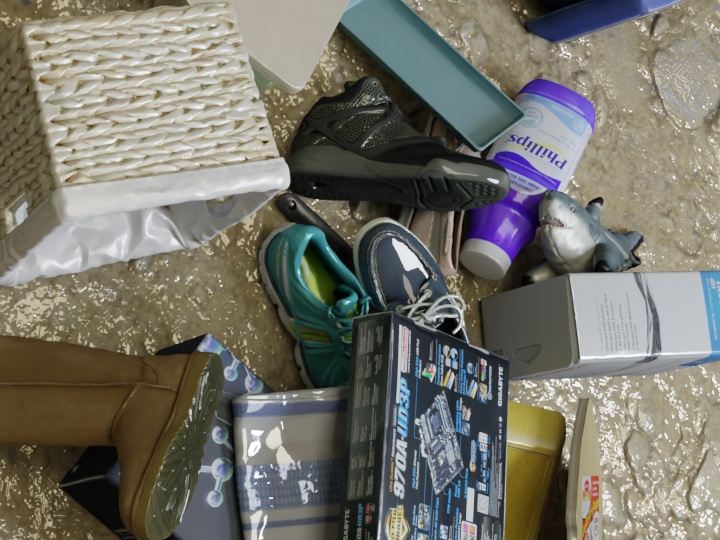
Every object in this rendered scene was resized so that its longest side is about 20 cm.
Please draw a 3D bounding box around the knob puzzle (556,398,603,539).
[{"bbox_3d":[0.193,0.216,1.518,0.220,0.030,0.221,-1,90,-75],"label":"knob puzzle"}]

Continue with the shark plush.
[{"bbox_3d":[0.232,-0.033,1.601,0.199,0.091,0.084,-3,83,-45],"label":"shark plush"}]

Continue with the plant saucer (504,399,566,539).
[{"bbox_3d":[0.089,0.208,1.476,0.199,0.048,0.201,15,91,-28],"label":"plant saucer"}]

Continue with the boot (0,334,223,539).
[{"bbox_3d":[-0.216,0.123,1.257,0.176,0.199,0.066,-71,157,-47],"label":"boot"}]

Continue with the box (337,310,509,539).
[{"bbox_3d":[0.055,0.150,1.359,0.159,0.046,0.201,23,63,-44],"label":"box"}]

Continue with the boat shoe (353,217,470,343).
[{"bbox_3d":[0.055,0.045,1.484,0.075,0.062,0.201,-26,117,-7],"label":"boat shoe"}]

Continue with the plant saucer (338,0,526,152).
[{"bbox_3d":[0.059,-0.187,1.550,0.200,0.019,0.070,45,58,14],"label":"plant saucer"}]

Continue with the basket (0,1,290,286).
[{"bbox_3d":[-0.196,-0.098,1.326,0.199,0.198,0.162,-13,82,-31],"label":"basket"}]

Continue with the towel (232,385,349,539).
[{"bbox_3d":[-0.028,0.191,1.337,0.146,0.024,0.201,-1,80,-30],"label":"towel"}]

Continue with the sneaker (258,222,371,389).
[{"bbox_3d":[-0.021,0.050,1.463,0.077,0.080,0.201,-35,99,-30],"label":"sneaker"}]

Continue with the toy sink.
[{"bbox_3d":[-0.091,-0.242,1.460,0.130,0.112,0.201,36,56,-19],"label":"toy sink"}]

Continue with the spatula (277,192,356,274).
[{"bbox_3d":[0.000,0.000,1.517,0.200,0.021,0.057,42,95,-11],"label":"spatula"}]

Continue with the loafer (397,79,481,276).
[{"bbox_3d":[0.087,-0.082,1.553,0.072,0.063,0.201,45,59,-55],"label":"loafer"}]

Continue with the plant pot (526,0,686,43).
[{"bbox_3d":[0.255,-0.336,1.642,0.199,0.200,0.181,-23,97,-32],"label":"plant pot"}]

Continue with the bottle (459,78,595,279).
[{"bbox_3d":[0.153,-0.085,1.596,0.083,0.065,0.201,26,66,5],"label":"bottle"}]

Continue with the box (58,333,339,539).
[{"bbox_3d":[-0.113,0.175,1.366,0.200,0.107,0.149,43,62,-15],"label":"box"}]

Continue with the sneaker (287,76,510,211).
[{"bbox_3d":[0.039,-0.116,1.500,0.198,0.076,0.115,7,66,10],"label":"sneaker"}]

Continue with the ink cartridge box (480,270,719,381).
[{"bbox_3d":[0.234,0.053,1.572,0.199,0.145,0.084,-1,80,-30],"label":"ink cartridge box"}]
